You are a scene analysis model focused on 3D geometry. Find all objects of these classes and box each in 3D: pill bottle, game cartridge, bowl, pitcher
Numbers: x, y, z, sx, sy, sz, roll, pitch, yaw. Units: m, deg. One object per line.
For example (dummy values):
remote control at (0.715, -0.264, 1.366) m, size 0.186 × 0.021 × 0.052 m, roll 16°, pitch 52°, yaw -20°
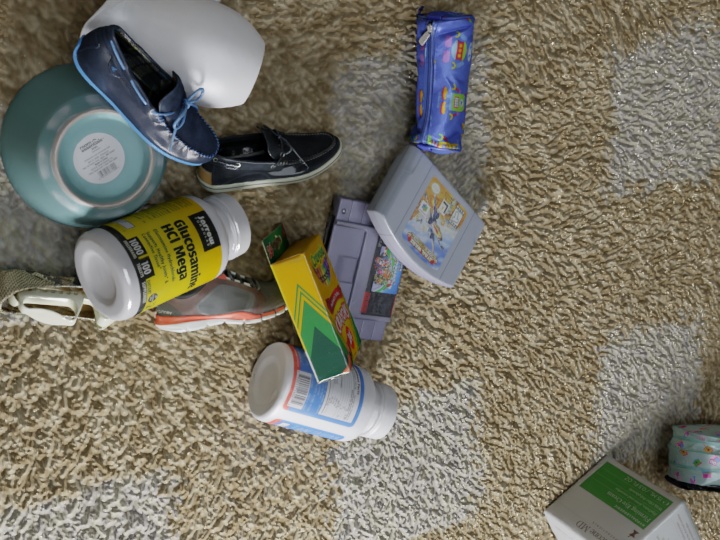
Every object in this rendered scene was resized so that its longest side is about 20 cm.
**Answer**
pill bottle at (-0.049, 0.179, 1.290) m, size 0.199 × 0.112 × 0.113 m, roll 22°, pitch 94°, yaw -31°
game cartridge at (0.096, -0.067, 1.312) m, size 0.200 × 0.041 × 0.134 m, roll 42°, pitch 65°, yaw -38°
bowl at (-0.309, -0.138, 1.063) m, size 0.200 × 0.105 × 0.202 m, roll -9°, pitch 109°, yaw -27°
pitcher at (-0.211, -0.294, 1.071) m, size 0.199 × 0.121 × 0.172 m, roll 19°, pitch 82°, yaw -20°
pill bottle at (-0.235, -0.025, 1.109) m, size 0.200 × 0.112 × 0.113 m, roll -28°, pitch 118°, yaw -41°
game cartridge at (0.000, 0.000, 1.310) m, size 0.129 × 0.038 × 0.201 m, roll 9°, pitch 100°, yaw -26°

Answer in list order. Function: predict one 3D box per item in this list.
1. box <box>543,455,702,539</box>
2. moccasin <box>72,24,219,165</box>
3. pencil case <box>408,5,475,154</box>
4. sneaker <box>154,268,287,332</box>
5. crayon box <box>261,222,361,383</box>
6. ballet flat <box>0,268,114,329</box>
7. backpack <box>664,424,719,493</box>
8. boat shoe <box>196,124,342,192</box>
box at (0.472, 0.480, 1.605) m, size 0.171 × 0.199 × 0.200 m, roll -37°, pitch 117°, yaw -13°
moccasin at (-0.226, -0.188, 1.009) m, size 0.200 × 0.068 × 0.081 m, roll 38°, pitch 42°, yaw -40°
pencil case at (0.111, -0.262, 1.263) m, size 0.087 × 0.078 × 0.201 m, roll -14°, pitch 113°, yaw -50°
sneaker at (-0.174, 0.026, 1.202) m, size 0.199 × 0.077 × 0.082 m, roll -10°, pitch 103°, yaw -26°
crayon box at (-0.062, 0.033, 1.205) m, size 0.051 × 0.127 × 0.201 m, roll -20°, pitch 101°, yaw 11°
ballet flat at (-0.347, 0.040, 1.110) m, size 0.199 × 0.075 × 0.068 m, roll 4°, pitch 126°, yaw -30°
backpack at (0.667, 0.355, 1.711) m, size 0.199 × 0.167 × 0.127 m, roll 5°, pitch 83°, yaw -26°
boat shoe at (-0.114, -0.152, 1.176) m, size 0.199 × 0.075 × 0.062 m, roll -13°, pitch 136°, yaw -20°
